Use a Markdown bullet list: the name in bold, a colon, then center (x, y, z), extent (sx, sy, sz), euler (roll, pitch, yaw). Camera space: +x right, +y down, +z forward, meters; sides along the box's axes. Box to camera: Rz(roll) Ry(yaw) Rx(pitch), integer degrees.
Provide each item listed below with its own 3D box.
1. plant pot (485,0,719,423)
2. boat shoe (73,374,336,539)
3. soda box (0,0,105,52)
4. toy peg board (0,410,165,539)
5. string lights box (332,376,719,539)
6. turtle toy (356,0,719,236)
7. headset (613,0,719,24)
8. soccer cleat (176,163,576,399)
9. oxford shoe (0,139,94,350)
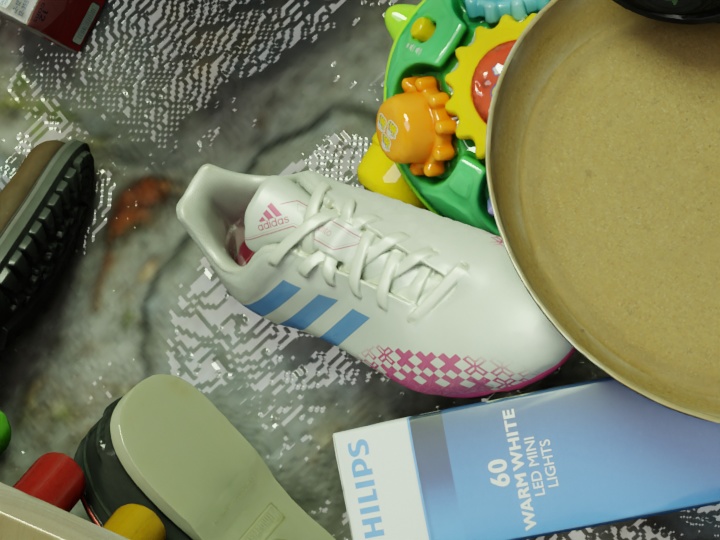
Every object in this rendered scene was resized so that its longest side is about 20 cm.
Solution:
- **plant pot**: center (0.143, -0.031, 0.708), extent (0.198, 0.028, 0.201), euler (3, 66, -7)
- **boat shoe**: center (-0.051, 0.141, 0.826), extent (0.202, 0.074, 0.063), euler (52, 137, 2)
- **soda box**: center (-0.125, -0.210, 0.870), extent (0.070, 0.063, 0.201), euler (29, 92, 16)
- **toy peg board**: center (-0.138, 0.166, 0.801), extent (0.198, 0.098, 0.201), euler (22, 118, 7)
- **string lights box**: center (0.099, 0.075, 0.770), extent (0.199, 0.103, 0.059), euler (-12, 84, 12)
- **turtle toy**: center (0.091, -0.059, 0.784), extent (0.199, 0.101, 0.146), euler (34, 94, 12)
- **headset**: center (0.106, -0.151, 0.711), extent (0.199, 0.094, 0.124), euler (-3, 74, -26)
- **soccer cleat**: center (0.000, 0.000, 0.770), extent (0.199, 0.086, 0.070), euler (13, 67, 43)
- **oxford shoe**: center (-0.196, 0.009, 0.841), extent (0.084, 0.073, 0.200), euler (31, 68, 14)
